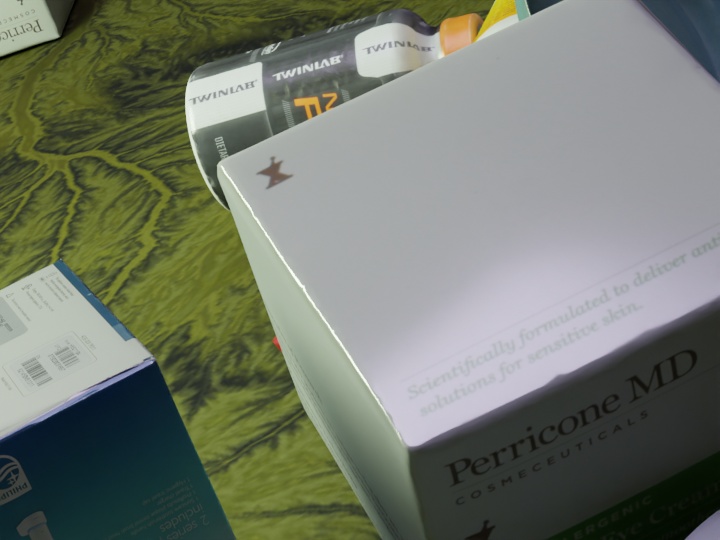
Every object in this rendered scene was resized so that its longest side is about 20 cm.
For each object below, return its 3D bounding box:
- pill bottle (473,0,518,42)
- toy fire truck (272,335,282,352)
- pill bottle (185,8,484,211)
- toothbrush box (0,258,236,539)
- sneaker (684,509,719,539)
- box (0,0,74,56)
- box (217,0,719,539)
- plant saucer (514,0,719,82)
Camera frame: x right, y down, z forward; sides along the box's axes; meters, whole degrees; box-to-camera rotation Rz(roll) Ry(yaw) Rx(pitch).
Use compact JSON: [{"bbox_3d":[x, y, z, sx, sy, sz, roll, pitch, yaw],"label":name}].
[{"bbox_3d":[0.120,-0.117,1.247,0.113,0.113,0.200,-13,22,20],"label":"pill bottle"},{"bbox_3d":[0.000,0.000,1.171,0.141,0.049,0.200,-45,17,-8],"label":"toy fire truck"},{"bbox_3d":[-0.007,-0.111,1.361,0.200,0.106,0.106,-15,24,17],"label":"pill bottle"},{"bbox_3d":[-0.102,0.115,0.842,0.085,0.200,0.146,-27,23,-14],"label":"toothbrush box"},{"bbox_3d":[0.127,0.163,0.722,0.071,0.073,0.200,8,45,34],"label":"sneaker"},{"bbox_3d":[-0.400,-0.290,2.054,0.199,0.131,0.200,-18,24,8],"label":"box"},{"bbox_3d":[0.079,0.024,0.855,0.199,0.171,0.200,-25,44,-9],"label":"box"},{"bbox_3d":[0.157,-0.127,1.170,0.027,0.200,0.200,-34,11,40],"label":"plant saucer"}]
